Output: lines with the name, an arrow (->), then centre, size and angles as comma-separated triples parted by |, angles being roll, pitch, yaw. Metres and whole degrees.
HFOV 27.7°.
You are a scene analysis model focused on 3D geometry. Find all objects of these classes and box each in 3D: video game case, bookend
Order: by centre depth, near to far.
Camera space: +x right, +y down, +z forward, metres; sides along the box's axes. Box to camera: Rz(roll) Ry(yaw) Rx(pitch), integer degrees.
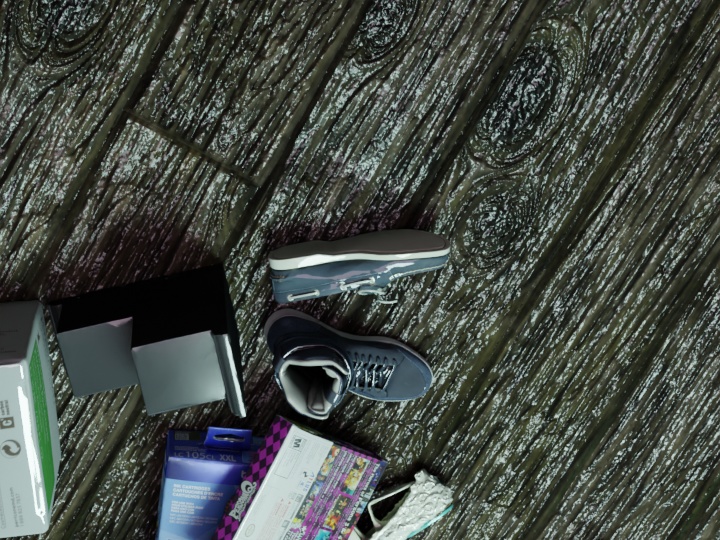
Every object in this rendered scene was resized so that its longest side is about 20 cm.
bookend -> -0.224, 0.088, 1.509 | 0.196, 0.200, 0.093 | -13, 111, -3
video game case -> -0.074, 0.274, 1.616 | 0.181, 0.036, 0.202 | 27, 90, -48

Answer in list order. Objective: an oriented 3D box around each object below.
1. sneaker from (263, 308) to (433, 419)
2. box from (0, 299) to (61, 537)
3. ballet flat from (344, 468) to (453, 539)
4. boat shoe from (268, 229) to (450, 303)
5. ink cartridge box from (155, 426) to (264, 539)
sneaker -> -0.006, 0.119, 1.579 | 0.200, 0.146, 0.078 | 18, 106, -15
box -> -0.425, 0.158, 1.524 | 0.197, 0.172, 0.202 | -5, 111, -6
ballet flat -> 0.018, 0.303, 1.698 | 0.199, 0.072, 0.072 | -39, 110, 2
boat shoe -> 0.000, 0.000, 1.572 | 0.197, 0.075, 0.063 | -8, 110, -3
ink cartridge box -> -0.160, 0.261, 1.650 | 0.135, 0.076, 0.203 | 6, 108, -9
